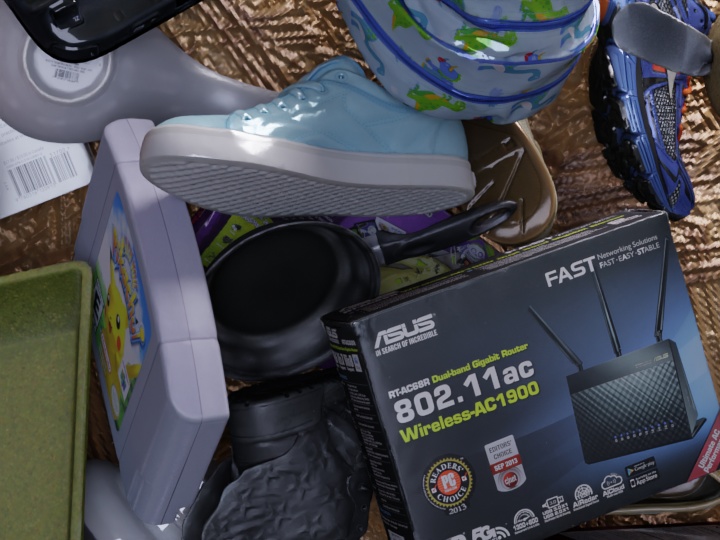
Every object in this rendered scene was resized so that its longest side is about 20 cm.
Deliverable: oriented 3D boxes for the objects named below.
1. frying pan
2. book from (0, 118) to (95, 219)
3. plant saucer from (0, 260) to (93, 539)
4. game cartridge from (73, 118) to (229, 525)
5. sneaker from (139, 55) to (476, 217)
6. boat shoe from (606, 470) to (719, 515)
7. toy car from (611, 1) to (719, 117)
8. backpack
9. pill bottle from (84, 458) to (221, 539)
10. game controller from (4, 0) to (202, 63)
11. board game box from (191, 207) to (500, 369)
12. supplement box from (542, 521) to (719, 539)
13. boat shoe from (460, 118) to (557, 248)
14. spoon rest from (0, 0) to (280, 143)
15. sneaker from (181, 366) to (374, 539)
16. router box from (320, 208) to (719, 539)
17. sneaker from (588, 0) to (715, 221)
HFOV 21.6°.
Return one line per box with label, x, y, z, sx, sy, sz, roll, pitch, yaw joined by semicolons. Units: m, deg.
frying pan;-0.016;-0.009;1.050;0.190;0.031;0.115;-41;135;10
book;-0.252;-0.123;1.115;0.133;0.048;0.201;-21;97;-1
plant saucer;-0.232;0.109;1.080;0.199;0.048;0.201;-11;63;20
game cartridge;-0.119;0.022;1.045;0.040;0.134;0.201;-2;54;-25
sneaker;-0.031;-0.076;1.030;0.199;0.074;0.082;4;69;-33
boat shoe;0.121;0.110;1.127;0.199;0.063;0.074;2;106;-8
toy car;0.240;-0.109;1.069;0.200;0.158;0.165;40;84;-9
backpack;0.053;-0.177;1.032;0.162;0.154;0.201;0;72;-25
pill bottle;-0.162;0.182;1.110;0.200;0.111;0.111;-41;95;2
game controller;-0.118;-0.199;1.081;0.200;0.042;0.104;-33;73;-24
board game box;0.000;0.000;1.113;0.200;0.032;0.120;37;97;-23
supplement box;0.182;0.256;1.077;0.199;0.133;0.198;2;96;-33
boat shoe;0.061;-0.103;1.119;0.072;0.065;0.201;-27;77;6
spoon rest;-0.127;-0.111;1.106;0.199;0.061;0.100;16;93;-10
sneaker;-0.011;0.110;1.077;0.199;0.060;0.105;-11;99;-26
router box;0.094;0.066;1.046;0.199;0.062;0.151;-19;97;-16
sneaker;0.176;-0.128;1.116;0.078;0.075;0.201;-12;97;-4
